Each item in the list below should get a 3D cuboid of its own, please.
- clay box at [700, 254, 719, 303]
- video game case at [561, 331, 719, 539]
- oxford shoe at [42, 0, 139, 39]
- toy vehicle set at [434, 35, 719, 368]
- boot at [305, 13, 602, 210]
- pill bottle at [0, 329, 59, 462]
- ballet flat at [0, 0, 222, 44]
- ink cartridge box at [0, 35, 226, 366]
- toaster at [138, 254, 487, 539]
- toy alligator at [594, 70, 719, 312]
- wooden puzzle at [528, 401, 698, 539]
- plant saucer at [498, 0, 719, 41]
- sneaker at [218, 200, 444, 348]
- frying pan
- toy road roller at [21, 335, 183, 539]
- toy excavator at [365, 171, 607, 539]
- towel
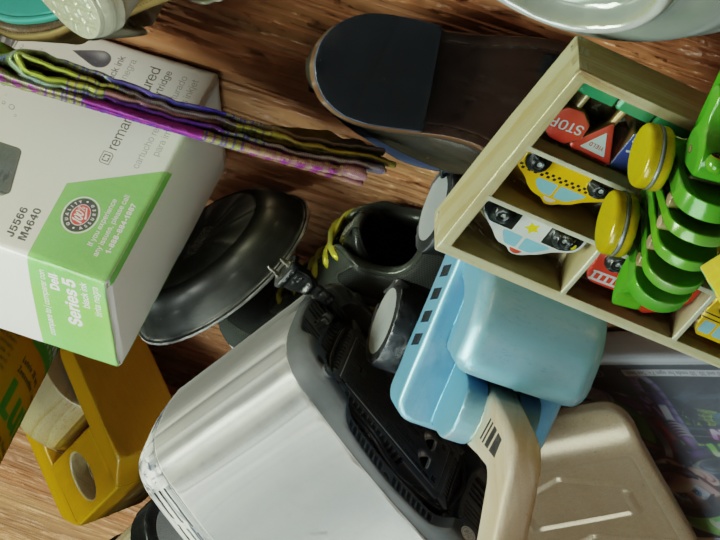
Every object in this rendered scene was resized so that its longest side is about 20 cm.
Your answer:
[{"bbox_3d":[0.233,0.014,1.345,0.115,0.048,0.200,-32,144,6],"label":"clay box"},{"bbox_3d":[0.206,0.094,1.618,0.200,0.023,0.182,-2,141,39],"label":"video game case"},{"bbox_3d":[-0.161,-0.196,1.365,0.200,0.058,0.075,50,157,7],"label":"oxford shoe"},{"bbox_3d":[0.151,-0.023,1.379,0.200,0.027,0.124,22,128,-20],"label":"toy vehicle set"},{"bbox_3d":[0.066,-0.077,1.428,0.200,0.075,0.097,19,177,-11],"label":"boot"},{"bbox_3d":[-0.234,0.044,1.683,0.111,0.200,0.111,18,150,11],"label":"pill bottle"},{"bbox_3d":[-0.108,-0.141,1.432,0.063,0.069,0.200,33,151,-30],"label":"ballet flat"},{"bbox_3d":[-0.190,-0.055,1.548,0.200,0.146,0.084,17,148,13],"label":"ink cartridge box"},{"bbox_3d":[-0.024,0.103,1.535,0.129,0.114,0.200,-34,105,23],"label":"toaster"},{"bbox_3d":[0.155,-0.042,1.305,0.059,0.054,0.200,13,131,-13],"label":"toy alligator"},{"bbox_3d":[0.088,0.138,1.659,0.185,0.046,0.200,-12,142,15],"label":"wooden puzzle"},{"bbox_3d":[0.094,-0.155,1.275,0.200,0.050,0.200,18,150,11],"label":"plant saucer"},{"bbox_3d":[0.000,0.000,1.585,0.200,0.075,0.085,-10,130,33],"label":"sneaker"},{"bbox_3d":[-0.095,-0.009,1.611,0.031,0.115,0.190,51,162,-24],"label":"frying pan"},{"bbox_3d":[-0.112,0.110,1.814,0.200,0.146,0.123,62,150,10],"label":"toy road roller"},{"bbox_3d":[0.068,0.062,1.429,0.100,0.195,0.200,20,-169,-14],"label":"toy excavator"},{"bbox_3d":[-0.090,-0.079,1.437,0.200,0.023,0.144,16,-177,-13],"label":"towel"}]
